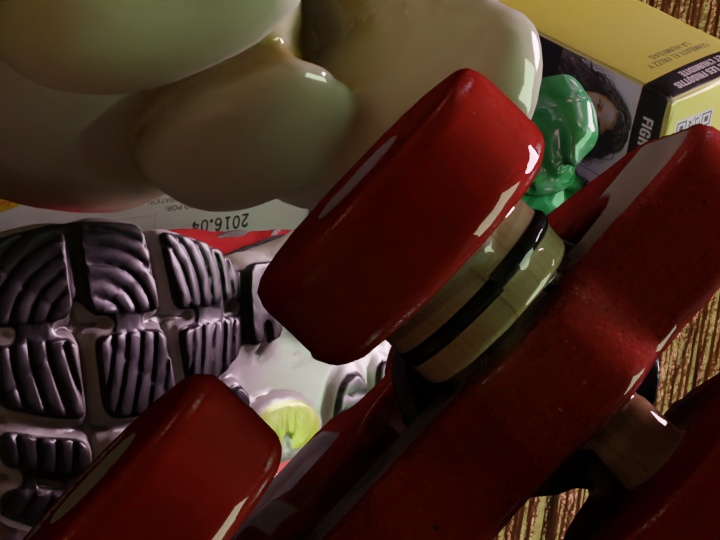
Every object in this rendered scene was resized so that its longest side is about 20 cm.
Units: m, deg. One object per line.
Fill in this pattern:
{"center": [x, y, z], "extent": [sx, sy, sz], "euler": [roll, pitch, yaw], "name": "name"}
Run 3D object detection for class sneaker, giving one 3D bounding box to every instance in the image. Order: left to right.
{"center": [-0.065, 0.025, 0.657], "extent": [0.200, 0.085, 0.077], "euler": [-2, 92, -56], "name": "sneaker"}

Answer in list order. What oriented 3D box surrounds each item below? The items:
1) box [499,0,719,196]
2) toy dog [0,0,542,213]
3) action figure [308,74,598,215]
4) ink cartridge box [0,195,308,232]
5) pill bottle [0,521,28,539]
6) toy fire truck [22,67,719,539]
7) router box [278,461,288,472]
{"center": [0.033, -0.069, 0.833], "extent": [0.050, 0.200, 0.076], "euler": [-21, 132, -40], "name": "box"}
{"center": [-0.085, -0.090, 0.558], "extent": [0.200, 0.193, 0.140], "euler": [19, 60, -56], "name": "toy dog"}
{"center": [0.000, 0.000, 0.793], "extent": [0.118, 0.200, 0.055], "euler": [4, 60, -48], "name": "action figure"}
{"center": [-0.084, -0.068, 0.716], "extent": [0.076, 0.136, 0.201], "euler": [-130, -142, -51], "name": "ink cartridge box"}
{"center": [-0.102, 0.094, 0.717], "extent": [0.200, 0.115, 0.116], "euler": [11, 88, -70], "name": "pill bottle"}
{"center": [0.004, 0.049, 0.571], "extent": [0.200, 0.112, 0.168], "euler": [-48, -173, -9], "name": "toy fire truck"}
{"center": [-0.096, 0.122, 0.950], "extent": [0.200, 0.049, 0.180], "euler": [-45, -161, 36], "name": "router box"}
